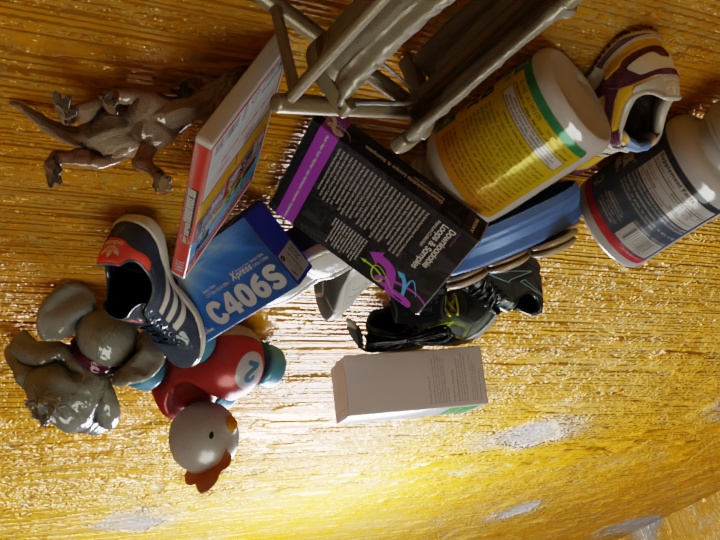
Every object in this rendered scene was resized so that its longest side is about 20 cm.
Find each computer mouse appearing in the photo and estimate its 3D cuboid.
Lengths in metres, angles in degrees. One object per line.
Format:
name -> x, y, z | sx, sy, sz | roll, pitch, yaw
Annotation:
computer mouse -> 0.045, 0.040, 1.156 | 0.138, 0.047, 0.201 | -8, 147, 5

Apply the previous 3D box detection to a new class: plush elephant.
plush elephant -> -0.322, 0.103, 1.077 | 0.155, 0.165, 0.200 | -48, -170, -9

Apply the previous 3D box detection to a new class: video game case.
video game case -> -0.118, -0.098, 0.813 | 0.017, 0.144, 0.201 | 28, 144, 1

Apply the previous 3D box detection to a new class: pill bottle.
pill bottle -> 0.355, -0.102, 1.018 | 0.118, 0.121, 0.199 | 13, 142, -40
pill bottle -> 0.136, -0.118, 0.901 | 0.199, 0.114, 0.112 | -34, 146, 33

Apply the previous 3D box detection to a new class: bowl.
bowl -> 0.152, -0.044, 1.005 | 0.198, 0.040, 0.201 | -24, -174, 2

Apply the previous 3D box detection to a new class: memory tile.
memory tile -> 0.177, -0.026, 1.027 | 0.151, 0.017, 0.200 | -21, -174, 20

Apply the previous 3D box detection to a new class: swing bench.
swing bench -> 0.052, -0.201, 0.699 | 0.198, 0.132, 0.198 | 13, 141, -40

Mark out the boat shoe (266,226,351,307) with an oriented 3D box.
boat shoe -> -0.086, -0.012, 1.045 | 0.198, 0.061, 0.073 | -25, 143, 36

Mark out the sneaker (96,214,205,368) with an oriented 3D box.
sneaker -> -0.231, 0.043, 0.976 | 0.074, 0.085, 0.202 | -3, 127, 22

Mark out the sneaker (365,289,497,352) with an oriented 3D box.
sneaker -> 0.097, 0.067, 1.252 | 0.197, 0.076, 0.085 | -23, 150, 16

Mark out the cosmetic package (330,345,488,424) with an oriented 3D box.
cosmetic package -> 0.065, 0.159, 1.260 | 0.196, 0.086, 0.108 | -5, 166, -11

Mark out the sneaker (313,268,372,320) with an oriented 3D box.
sneaker -> 0.000, 0.000, 1.097 | 0.079, 0.071, 0.201 | -8, 153, -29

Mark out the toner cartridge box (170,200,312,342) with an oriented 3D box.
toner cartridge box -> -0.156, 0.012, 1.012 | 0.199, 0.043, 0.095 | -31, 104, 34

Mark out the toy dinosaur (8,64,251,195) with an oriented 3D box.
toy dinosaur -> -0.195, -0.124, 0.788 | 0.196, 0.087, 0.136 | 0, -160, 16

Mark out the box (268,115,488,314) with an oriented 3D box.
box -> 0.014, -0.056, 0.915 | 0.199, 0.036, 0.143 | 37, 140, 0

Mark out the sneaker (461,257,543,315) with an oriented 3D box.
sneaker -> 0.169, 0.009, 1.177 | 0.197, 0.080, 0.075 | 11, 145, -34

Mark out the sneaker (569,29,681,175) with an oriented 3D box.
sneaker -> 0.255, -0.145, 0.928 | 0.074, 0.091, 0.201 | -5, 150, -16

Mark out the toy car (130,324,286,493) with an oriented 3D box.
toy car -> -0.197, 0.191, 1.211 | 0.175, 0.203, 0.184 | -27, 149, 24
